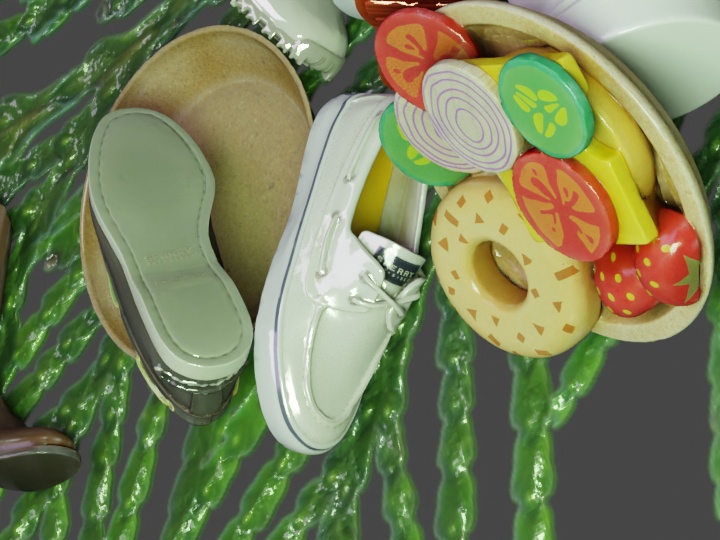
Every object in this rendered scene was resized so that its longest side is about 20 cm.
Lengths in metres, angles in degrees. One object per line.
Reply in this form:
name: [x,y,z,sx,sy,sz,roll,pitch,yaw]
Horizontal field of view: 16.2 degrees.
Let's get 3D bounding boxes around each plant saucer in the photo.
plant saucer: [-0.084,-0.040,1.452,0.200,0.035,0.200,-13,71,43]

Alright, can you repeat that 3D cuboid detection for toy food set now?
toy food set: [0.084,-0.044,1.207,0.049,0.198,0.200,-39,22,-27]

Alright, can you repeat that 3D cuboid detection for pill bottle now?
pill bottle: [0.119,-0.178,1.249,0.113,0.113,0.200,-33,56,33]

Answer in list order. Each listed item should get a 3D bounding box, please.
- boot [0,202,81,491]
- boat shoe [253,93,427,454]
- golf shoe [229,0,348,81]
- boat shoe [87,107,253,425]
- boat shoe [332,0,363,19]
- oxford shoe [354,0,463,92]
boot: [-0.230,0.036,1.563,0.186,0.064,0.200,-8,67,40]
boat shoe: [0.000,0.000,1.343,0.070,0.071,0.200,-2,69,47]
golf shoe: [-0.038,-0.202,1.441,0.097,0.078,0.200,-37,55,22]
boat shoe: [-0.110,-0.005,1.394,0.061,0.072,0.201,102,156,-46]
boat shoe: [0.031,-0.234,1.383,0.062,0.072,0.200,5,77,47]
oxford shoe: [0.034,-0.157,1.286,0.071,0.200,0.073,4,71,0]
